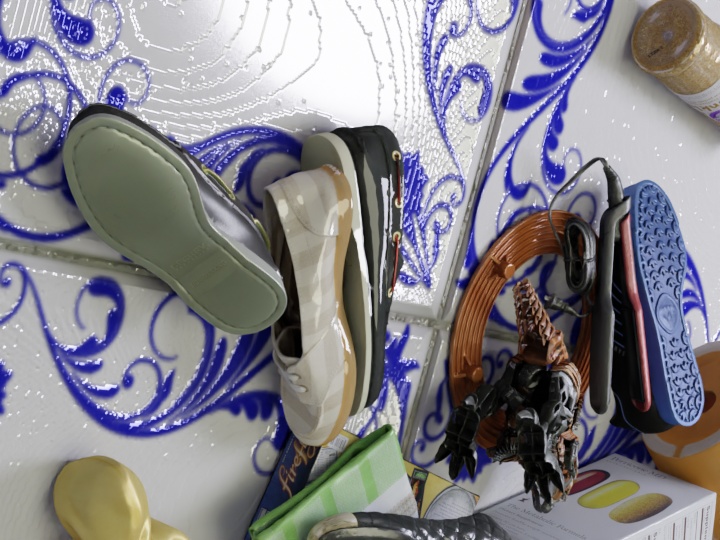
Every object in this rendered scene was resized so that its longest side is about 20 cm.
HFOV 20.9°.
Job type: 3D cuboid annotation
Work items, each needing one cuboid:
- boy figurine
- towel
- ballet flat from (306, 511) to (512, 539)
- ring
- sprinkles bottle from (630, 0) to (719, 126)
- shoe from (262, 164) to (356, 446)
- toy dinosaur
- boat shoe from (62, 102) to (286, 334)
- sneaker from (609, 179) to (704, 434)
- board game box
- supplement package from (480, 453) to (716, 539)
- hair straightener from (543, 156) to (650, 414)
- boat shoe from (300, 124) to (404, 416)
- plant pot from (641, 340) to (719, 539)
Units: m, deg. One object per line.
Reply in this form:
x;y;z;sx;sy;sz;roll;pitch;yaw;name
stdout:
-0.154;0.210;1.251;0.124;0.064;0.201;-35;126;-34;boy figurine
-0.009;0.227;1.394;0.149;0.031;0.201;-36;126;-36;towel
0.033;0.198;1.385;0.199;0.057;0.067;14;118;-44;ballet flat
0.142;0.051;1.550;0.199;0.019;0.202;-19;117;-41;ring
0.299;-0.158;1.609;0.199;0.068;0.069;26;84;-48;sprinkles bottle
-0.041;0.027;1.307;0.053;0.070;0.202;-13;116;-32;shoe
0.126;0.102;1.491;0.136;0.102;0.201;-45;115;-47;toy dinosaur
-0.118;-0.038;1.208;0.071;0.061;0.201;-29;131;13;boat shoe
0.220;0.031;1.571;0.070;0.078;0.202;0;82;-46;sneaker
-0.002;0.197;1.433;0.200;0.034;0.136;32;80;-48;board game box
0.187;0.240;1.594;0.199;0.113;0.111;-16;116;-44;supplement package
0.180;0.013;1.507;0.076;0.041;0.202;-6;99;-11;hair straightener
0.002;0.001;1.338;0.063;0.073;0.203;-13;109;-35;boat shoe
0.344;0.163;1.696;0.183;0.200;0.201;46;69;-29;plant pot
